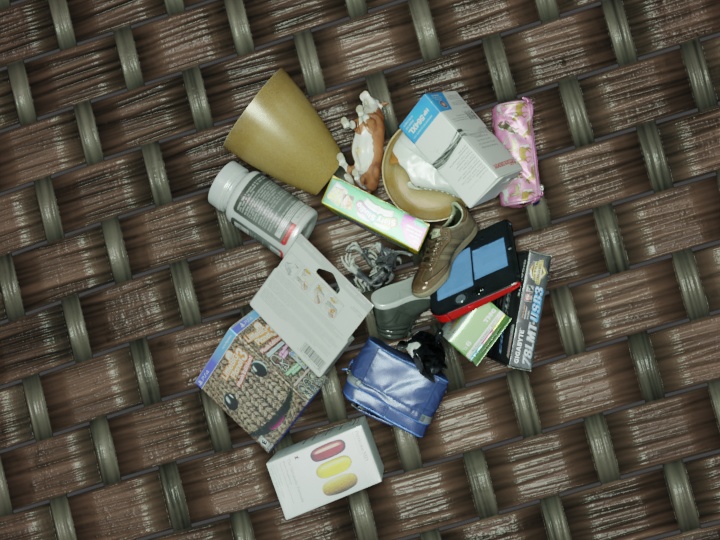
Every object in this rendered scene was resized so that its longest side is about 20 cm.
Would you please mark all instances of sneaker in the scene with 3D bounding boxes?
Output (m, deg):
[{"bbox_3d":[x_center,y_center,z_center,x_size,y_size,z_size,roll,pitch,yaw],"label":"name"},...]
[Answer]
[{"bbox_3d":[0.108,0.071,1.391,0.195,0.071,0.101,-14,130,-20],"label":"sneaker"},{"bbox_3d":[0.144,-0.042,1.336,0.201,0.070,0.076,-53,121,-25],"label":"sneaker"},{"bbox_3d":[0.142,-0.176,1.363,0.198,0.073,0.085,37,117,3],"label":"sneaker"}]

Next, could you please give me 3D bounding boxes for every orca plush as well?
[{"bbox_3d":[0.122,0.135,1.310,0.103,0.200,0.073,27,98,12],"label":"orca plush"}]

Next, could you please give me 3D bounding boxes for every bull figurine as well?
[{"bbox_3d":[0.008,-0.253,1.378,0.064,0.120,0.207,-1,87,30],"label":"bull figurine"}]

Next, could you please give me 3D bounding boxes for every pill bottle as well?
[{"bbox_3d":[-0.191,-0.120,1.395,0.197,0.114,0.115,34,91,5],"label":"pill bottle"}]

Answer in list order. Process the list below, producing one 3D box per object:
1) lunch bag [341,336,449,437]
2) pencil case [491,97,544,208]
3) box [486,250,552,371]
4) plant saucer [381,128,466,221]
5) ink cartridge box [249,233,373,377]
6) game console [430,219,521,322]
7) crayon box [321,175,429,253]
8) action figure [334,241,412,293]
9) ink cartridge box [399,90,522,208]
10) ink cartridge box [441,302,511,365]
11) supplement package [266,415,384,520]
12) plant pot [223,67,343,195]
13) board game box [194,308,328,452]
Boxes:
[{"bbox_3d":[0.056,0.221,1.350,0.196,0.136,0.135,26,90,5],"label":"lunch bag"},{"bbox_3d":[0.300,-0.224,1.370,0.084,0.083,0.207,-6,87,-3],"label":"pencil case"},{"bbox_3d":[0.284,0.070,1.302,0.048,0.199,0.207,10,89,0],"label":"box"},{"bbox_3d":[0.139,-0.197,1.406,0.194,0.035,0.207,0,88,5],"label":"plant saucer"},{"bbox_3d":[-0.088,0.064,1.336,0.200,0.045,0.177,43,106,13],"label":"ink cartridge box"},{"bbox_3d":[0.206,-0.002,1.310,0.174,0.202,0.031,-30,120,24],"label":"game console"},{"bbox_3d":[0.034,-0.100,1.344,0.196,0.173,0.060,27,91,5],"label":"crayon box"},{"bbox_3d":[0.000,0.000,1.375,0.198,0.119,0.103,-36,94,9],"label":"action figure"},{"bbox_3d":[0.185,-0.223,1.296,0.201,0.145,0.084,51,122,10],"label":"ink cartridge box"},{"bbox_3d":[0.207,0.102,1.307,0.059,0.200,0.105,38,92,-1],"label":"ink cartridge box"},{"bbox_3d":[-0.064,0.374,1.369,0.195,0.110,0.117,-23,87,4],"label":"supplement package"},{"bbox_3d":[-0.132,-0.248,1.376,0.199,0.186,0.188,38,92,-10],"label":"plant pot"},{"bbox_3d":[-0.189,0.210,1.364,0.199,0.097,0.161,41,119,6],"label":"board game box"}]
